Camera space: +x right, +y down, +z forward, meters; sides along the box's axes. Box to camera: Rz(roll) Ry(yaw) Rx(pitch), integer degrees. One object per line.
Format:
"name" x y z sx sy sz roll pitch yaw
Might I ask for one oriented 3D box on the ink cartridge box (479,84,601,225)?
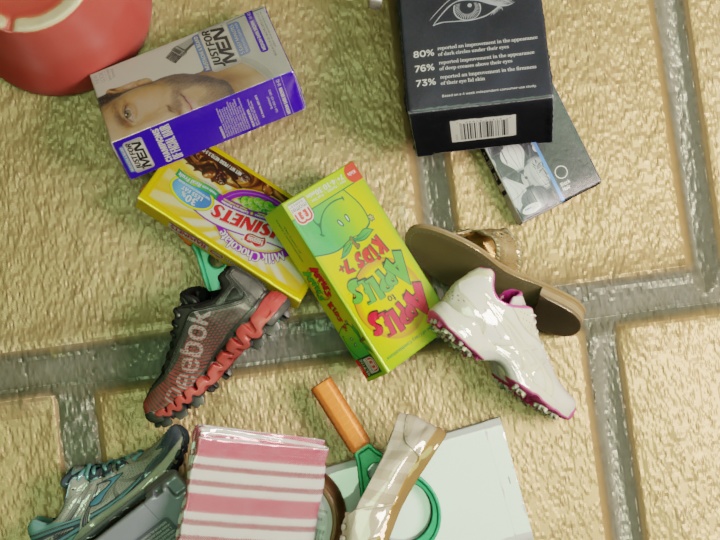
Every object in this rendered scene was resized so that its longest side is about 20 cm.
"ink cartridge box" 0.168 -0.159 1.407 0.099 0.039 0.201 -27 86 -2

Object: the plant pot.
"plant pot" -0.322 -0.288 1.335 0.198 0.177 0.202 0 87 -1

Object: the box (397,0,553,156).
"box" 0.115 -0.233 1.346 0.147 0.104 0.202 -5 70 6

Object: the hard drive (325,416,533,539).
"hard drive" 0.068 0.245 1.383 0.198 0.026 0.133 -16 87 -3

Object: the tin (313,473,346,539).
"tin" -0.079 0.299 1.357 0.111 0.042 0.202 11 91 6

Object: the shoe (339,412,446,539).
"shoe" 0.015 0.234 1.318 0.053 0.070 0.201 32 79 0

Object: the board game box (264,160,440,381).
"board game box" 0.000 0.000 1.360 0.101 0.048 0.201 -33 92 -32

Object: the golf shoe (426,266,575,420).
"golf shoe" 0.162 0.077 1.353 0.200 0.075 0.092 40 80 -23

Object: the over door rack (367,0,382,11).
"over door rack" -0.032 -0.366 1.393 0.146 0.067 0.201 13 65 0

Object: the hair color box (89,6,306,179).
"hair color box" -0.169 -0.185 1.366 0.199 0.065 0.110 -23 53 -2

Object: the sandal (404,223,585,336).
"sandal" 0.147 -0.009 1.393 0.211 0.078 0.070 29 54 -6

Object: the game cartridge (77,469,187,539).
"game cartridge" -0.222 0.305 1.318 0.199 0.042 0.133 -37 115 2

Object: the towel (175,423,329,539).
"towel" -0.114 0.257 1.299 0.145 0.030 0.202 10 91 -27

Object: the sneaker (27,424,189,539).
"sneaker" -0.261 0.224 1.353 0.086 0.078 0.200 44 86 5

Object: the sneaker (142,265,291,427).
"sneaker" -0.165 0.073 1.349 0.098 0.071 0.200 44 107 -2

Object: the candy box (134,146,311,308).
"candy box" -0.125 -0.055 1.375 0.199 0.026 0.103 32 65 -3

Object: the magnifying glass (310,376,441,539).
"magnifying glass" 0.012 0.201 1.363 0.079 0.022 0.201 -32 89 -3

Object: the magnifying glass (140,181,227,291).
"magnifying glass" -0.156 -0.018 1.391 0.080 0.022 0.200 -42 87 -4
